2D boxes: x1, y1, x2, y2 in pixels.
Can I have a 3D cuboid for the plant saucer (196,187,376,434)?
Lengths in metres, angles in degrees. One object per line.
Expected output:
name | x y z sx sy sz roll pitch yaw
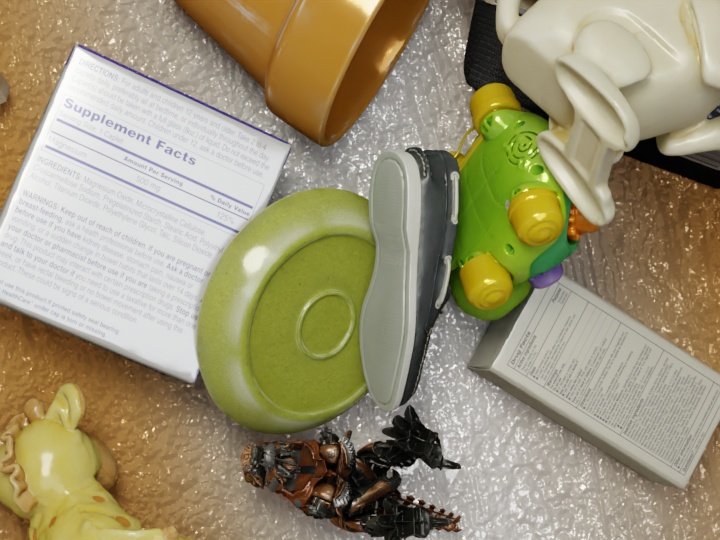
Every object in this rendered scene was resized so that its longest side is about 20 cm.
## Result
plant saucer | -0.034 0.038 1.138 0.198 0.031 0.202 -15 116 -33

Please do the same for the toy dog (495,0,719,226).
toy dog | 0.209 -0.155 1.038 0.199 0.140 0.194 -29 58 -15

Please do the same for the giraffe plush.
giraffe plush | -0.221 0.186 1.114 0.171 0.201 0.163 -28 65 -9

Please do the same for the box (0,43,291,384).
box | -0.179 -0.041 1.144 0.182 0.105 0.202 24 84 -12

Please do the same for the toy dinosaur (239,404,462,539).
toy dinosaur | 0.004 0.168 1.178 0.198 0.135 0.104 1 77 -40

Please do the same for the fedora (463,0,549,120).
fedora | 0.147 -0.171 1.184 0.199 0.201 0.093 21 98 -11

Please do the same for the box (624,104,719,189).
box | 0.312 -0.185 1.211 0.123 0.200 0.199 18 84 -12

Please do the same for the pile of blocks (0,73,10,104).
pile of blocks | -0.364 -0.157 1.111 0.198 0.062 0.083 11 123 -12

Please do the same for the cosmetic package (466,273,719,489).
cosmetic package | 0.202 0.089 1.241 0.199 0.073 0.104 33 81 -9

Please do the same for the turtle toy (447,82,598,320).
turtle toy | 0.117 -0.039 1.147 0.100 0.201 0.147 6 48 -27

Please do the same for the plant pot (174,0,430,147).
plant pot | -0.053 -0.229 1.147 0.182 0.200 0.201 32 81 6

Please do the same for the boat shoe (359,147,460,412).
boat shoe | 0.042 0.008 1.117 0.060 0.075 0.202 -5 111 -31
